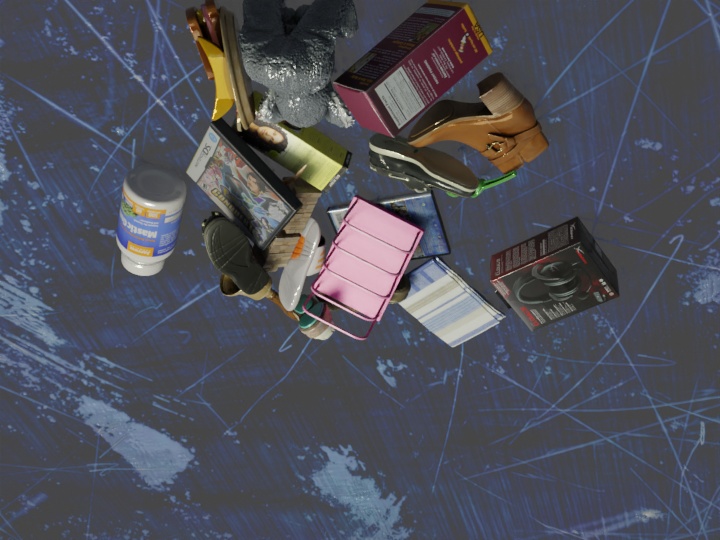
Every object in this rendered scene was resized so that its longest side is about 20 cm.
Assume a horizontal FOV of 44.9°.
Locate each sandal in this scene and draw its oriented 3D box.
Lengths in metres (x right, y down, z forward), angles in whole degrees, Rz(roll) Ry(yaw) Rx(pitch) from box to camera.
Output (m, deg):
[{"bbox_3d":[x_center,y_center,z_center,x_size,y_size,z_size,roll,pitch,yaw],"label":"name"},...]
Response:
[{"bbox_3d":[-0.103,-0.017,1.638,0.059,0.079,0.207,-9,133,-36],"label":"sandal"}]

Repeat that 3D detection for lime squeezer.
[{"bbox_3d":[0.177,-0.153,1.467,0.199,0.038,0.071,10,134,31],"label":"lime squeezer"}]

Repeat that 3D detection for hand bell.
[{"bbox_3d":[-0.170,0.049,1.719,0.104,0.104,0.200,-26,135,30],"label":"hand bell"}]

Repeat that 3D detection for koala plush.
[{"bbox_3d":[-0.095,-0.296,1.332,0.177,0.184,0.200,4,144,9],"label":"koala plush"}]

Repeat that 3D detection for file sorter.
[{"bbox_3d":[0.000,0.000,1.528,0.139,0.125,0.200,27,116,3],"label":"file sorter"}]

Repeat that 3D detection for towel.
[{"bbox_3d":[0.163,0.062,1.686,0.200,0.024,0.147,39,130,-20],"label":"towel"}]

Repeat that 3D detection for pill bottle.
[{"bbox_3d":[-0.389,-0.086,1.605,0.112,0.112,0.200,18,132,-5],"label":"pill bottle"}]

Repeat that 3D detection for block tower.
[{"bbox_3d":[-0.137,-0.085,1.575,0.054,0.058,0.200,-6,142,-36],"label":"block tower"}]

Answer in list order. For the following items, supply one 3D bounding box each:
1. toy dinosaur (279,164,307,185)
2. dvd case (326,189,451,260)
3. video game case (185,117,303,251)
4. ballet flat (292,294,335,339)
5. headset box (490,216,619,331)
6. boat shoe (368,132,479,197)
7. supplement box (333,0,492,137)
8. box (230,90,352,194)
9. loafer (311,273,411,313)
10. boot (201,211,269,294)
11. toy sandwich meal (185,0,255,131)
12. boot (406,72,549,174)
[{"bbox_3d":[-0.172,-0.154,1.502,0.199,0.061,0.106,17,158,23],"label":"toy dinosaur"},{"bbox_3d":[0.053,-0.072,1.590,0.199,0.018,0.143,-8,130,17],"label":"dvd case"},{"bbox_3d":[-0.203,-0.142,1.488,0.200,0.026,0.181,47,148,-2],"label":"video game case"},{"bbox_3d":[-0.080,0.093,1.636,0.068,0.200,0.067,-40,106,1],"label":"ballet flat"},{"bbox_3d":[0.339,0.013,1.569,0.200,0.077,0.149,-26,122,28],"label":"headset box"},{"bbox_3d":[0.103,-0.163,1.440,0.199,0.072,0.068,25,131,20],"label":"boat shoe"},{"bbox_3d":[0.074,-0.293,1.257,0.200,0.110,0.086,-42,121,-8],"label":"supplement box"},{"bbox_3d":[-0.117,-0.215,1.474,0.200,0.050,0.075,30,134,-16],"label":"box"},{"bbox_3d":[0.006,0.040,1.669,0.199,0.076,0.068,1,133,24],"label":"loafer"},{"bbox_3d":[-0.249,-0.058,1.553,0.073,0.154,0.204,-37,143,-6],"label":"boot"},{"bbox_3d":[-0.210,-0.309,1.318,0.070,0.206,0.206,-10,131,-1],"label":"toy sandwich meal"},{"bbox_3d":[0.191,-0.215,1.408,0.200,0.077,0.155,-29,124,23],"label":"boot"}]
